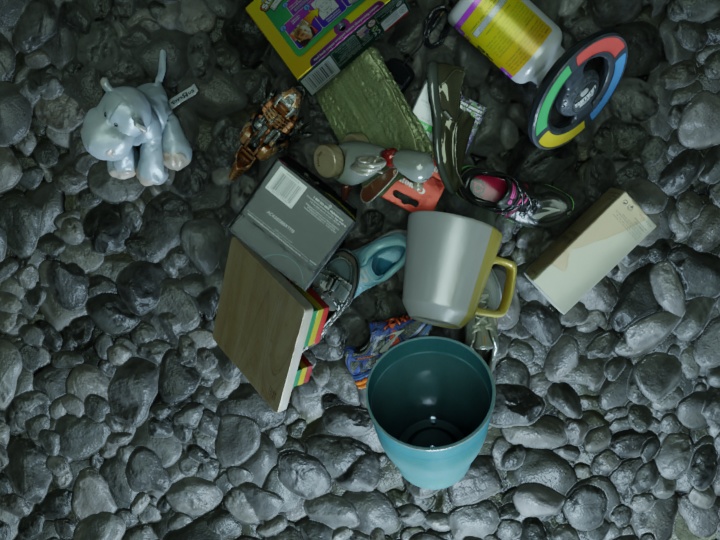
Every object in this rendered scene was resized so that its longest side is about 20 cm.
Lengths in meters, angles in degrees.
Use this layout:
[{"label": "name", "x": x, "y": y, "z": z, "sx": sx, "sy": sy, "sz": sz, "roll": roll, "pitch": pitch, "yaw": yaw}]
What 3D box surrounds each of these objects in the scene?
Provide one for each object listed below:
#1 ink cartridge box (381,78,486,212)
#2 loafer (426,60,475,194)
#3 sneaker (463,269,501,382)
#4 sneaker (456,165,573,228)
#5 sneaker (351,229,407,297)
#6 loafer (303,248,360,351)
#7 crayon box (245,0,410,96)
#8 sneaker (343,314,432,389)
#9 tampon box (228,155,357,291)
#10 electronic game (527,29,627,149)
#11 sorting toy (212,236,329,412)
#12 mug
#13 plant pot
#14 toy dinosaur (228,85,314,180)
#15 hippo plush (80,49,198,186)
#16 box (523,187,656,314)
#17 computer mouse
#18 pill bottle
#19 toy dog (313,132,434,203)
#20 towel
[{"label": "ink cartridge box", "x": 0.110, "y": -0.190, "z": 1.337, "sx": 0.108, "sy": 0.050, "sz": 0.203, "roll": 25, "pitch": 98, "yaw": -4}, {"label": "loafer", "x": 0.142, "y": -0.218, "z": 1.269, "sx": 0.068, "sy": 0.075, "sz": 0.204, "roll": -6, "pitch": 99, "yaw": 6}, {"label": "sneaker", "x": 0.199, "y": 0.087, "z": 1.358, "sx": 0.074, "sy": 0.092, "sz": 0.204, "roll": -4, "pitch": 98, "yaw": 2}, {"label": "sneaker", "x": 0.243, "y": -0.112, "z": 1.330, "sx": 0.196, "sy": 0.084, "sz": 0.078, "roll": 13, "pitch": 100, "yaw": -1}, {"label": "sneaker", "x": 0.000, "y": 0.000, "z": 1.353, "sx": 0.199, "sy": 0.082, "sz": 0.074, "roll": -37, "pitch": 96, "yaw": 8}, {"label": "loafer", "x": -0.059, "y": 0.057, "z": 1.331, "sx": 0.071, "sy": 0.063, "sz": 0.202, "roll": 30, "pitch": 123, "yaw": 3}, {"label": "crayon box", "x": -0.052, "y": -0.396, "z": 1.266, "sx": 0.199, "sy": 0.058, "sz": 0.174, "roll": -38, "pitch": 64, "yaw": 7}, {"label": "sneaker", "x": 0.051, "y": 0.108, "z": 1.376, "sx": 0.199, "sy": 0.075, "sz": 0.079, "roll": -42, "pitch": 93, "yaw": 5}, {"label": "tampon box", "x": -0.097, "y": -0.081, "z": 1.283, "sx": 0.149, "sy": 0.200, "sz": 0.127, "roll": 38, "pitch": 98, "yaw": -6}, {"label": "electronic game", "x": 0.328, "y": -0.269, "z": 1.260, "sx": 0.200, "sy": 0.199, "sz": 0.042, "roll": -47, "pitch": 61, "yaw": 7}, {"label": "sorting toy", "x": -0.140, "y": 0.078, "z": 1.316, "sx": 0.198, "sy": 0.069, "sz": 0.203, "roll": 42, "pitch": 129, "yaw": 34}, {"label": "mug", "x": 0.147, "y": 0.008, "z": 1.275, "sx": 0.183, "sy": 0.149, "sz": 0.156, "roll": 12, "pitch": 81, "yaw": 8}, {"label": "plant pot", "x": 0.113, "y": 0.243, "z": 1.322, "sx": 0.196, "sy": 0.202, "sz": 0.190, "roll": -6, "pitch": 137, "yaw": 2}, {"label": "toy dinosaur", "x": -0.149, "y": -0.215, "z": 1.285, "sx": 0.197, "sy": 0.136, "sz": 0.103, "roll": -20, "pitch": 111, "yaw": 29}, {"label": "hippo plush", "x": -0.337, "y": -0.217, "z": 1.286, "sx": 0.200, "sy": 0.161, "sz": 0.160, "roll": -43, "pitch": 96, "yaw": 7}, {"label": "box", "x": 0.363, "y": -0.032, "z": 1.337, "sx": 0.078, "sy": 0.095, "sz": 0.200, "roll": 45, "pitch": 96, "yaw": -5}, {"label": "computer mouse", "x": 0.078, "y": -0.335, "z": 1.329, "sx": 0.058, "sy": 0.034, "sz": 0.201, "roll": 41, "pitch": 93, "yaw": 11}, {"label": "pill bottle", "x": 0.236, "y": -0.360, "z": 1.280, "sx": 0.199, "sy": 0.104, "sz": 0.105, "roll": 40, "pitch": 98, "yaw": -5}, {"label": "toy dog", "x": 0.017, "y": -0.139, "z": 1.235, "sx": 0.130, "sy": 0.200, "sz": 0.098, "roll": -15, "pitch": 116, "yaw": -24}, {"label": "towel", "x": 0.020, "y": -0.231, "z": 1.299, "sx": 0.148, "sy": 0.036, "sz": 0.202, "roll": -34, "pitch": 85, "yaw": 39}]
